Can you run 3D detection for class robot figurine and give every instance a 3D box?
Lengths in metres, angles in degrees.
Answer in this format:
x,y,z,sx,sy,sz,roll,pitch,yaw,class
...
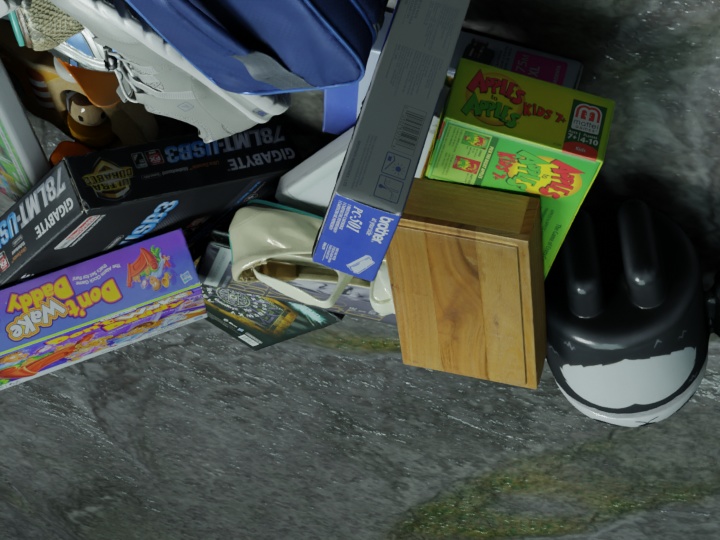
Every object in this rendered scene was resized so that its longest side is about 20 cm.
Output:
x,y,z,sx,sy,sz,roll,pitch,yaw,class
0.188,0.033,1.553,0.150,0.125,0.200,27,158,25,robot figurine

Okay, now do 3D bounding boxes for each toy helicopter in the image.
x,y,z,sx,sy,sz,roll,pitch,yaw,class
-0.230,-0.148,1.546,0.200,0.079,0.132,36,157,-6,toy helicopter

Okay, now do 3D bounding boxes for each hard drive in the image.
x,y,z,sx,sy,sz,roll,pitch,yaw,class
0.044,-0.061,1.496,0.132,0.027,0.200,27,151,-21,hard drive

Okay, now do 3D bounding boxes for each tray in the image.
x,y,z,sx,sy,sz,roll,pitch,yaw,class
0.071,0.012,1.436,0.098,0.037,0.200,10,150,12,tray

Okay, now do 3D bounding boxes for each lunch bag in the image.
x,y,z,sx,sy,sz,roll,pitch,yaw,class
-0.071,-0.197,1.282,0.135,0.133,0.200,-6,145,39,lunch bag

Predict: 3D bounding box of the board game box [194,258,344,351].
x,y,z,sx,sy,sz,roll,pitch,yaw,class
-0.122,-0.003,1.792,0.200,0.028,0.135,34,149,-26,board game box

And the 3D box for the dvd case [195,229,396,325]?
x,y,z,sx,sy,sz,roll,pitch,yaw,class
-0.025,0.011,1.653,0.199,0.016,0.149,13,168,-7,dvd case

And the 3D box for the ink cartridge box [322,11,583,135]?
x,y,z,sx,sy,sz,roll,pitch,yaw,class
0.043,-0.121,1.458,0.199,0.042,0.119,17,153,6,ink cartridge box

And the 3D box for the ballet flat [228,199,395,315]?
x,y,z,sx,sy,sz,roll,pitch,yaw,class
0.000,0.000,1.535,0.199,0.070,0.070,9,152,12,ballet flat

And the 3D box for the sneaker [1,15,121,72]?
x,y,z,sx,sy,sz,roll,pitch,yaw,class
-0.203,-0.192,1.435,0.199,0.076,0.077,18,154,4,sneaker

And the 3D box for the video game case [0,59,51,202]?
x,y,z,sx,sy,sz,roll,pitch,yaw,class
-0.308,-0.136,1.580,0.182,0.022,0.200,30,155,30,video game case

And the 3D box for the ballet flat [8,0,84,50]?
x,y,z,sx,sy,sz,roll,pitch,yaw,class
-0.217,-0.235,1.357,0.075,0.068,0.201,-24,119,-3,ballet flat

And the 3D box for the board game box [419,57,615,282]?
x,y,z,sx,sy,sz,roll,pitch,yaw,class
0.090,-0.054,1.400,0.101,0.048,0.200,15,152,-1,board game box

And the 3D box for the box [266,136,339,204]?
x,y,z,sx,sy,sz,roll,pitch,yaw,class
-0.012,-0.042,1.643,0.110,0.035,0.200,29,151,-21,box

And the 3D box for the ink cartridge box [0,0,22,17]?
x,y,z,sx,sy,sz,roll,pitch,yaw,class
-0.232,-0.252,1.204,0.146,0.201,0.084,37,147,-31,ink cartridge box

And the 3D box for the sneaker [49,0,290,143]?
x,y,z,sx,sy,sz,roll,pitch,yaw,class
-0.136,-0.136,1.379,0.082,0.075,0.200,-35,131,26,sneaker

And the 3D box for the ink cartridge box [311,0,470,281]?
x,y,z,sx,sy,sz,roll,pitch,yaw,class
0.024,-0.103,1.321,0.044,0.201,0.094,19,153,-2,ink cartridge box

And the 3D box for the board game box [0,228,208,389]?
x,y,z,sx,sy,sz,roll,pitch,yaw,class
-0.216,0.035,1.601,0.199,0.045,0.134,-19,170,-5,board game box

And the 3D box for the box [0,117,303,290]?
x,y,z,sx,sy,sz,roll,pitch,yaw,class
-0.172,-0.038,1.580,0.198,0.050,0.200,-15,166,-41,box
